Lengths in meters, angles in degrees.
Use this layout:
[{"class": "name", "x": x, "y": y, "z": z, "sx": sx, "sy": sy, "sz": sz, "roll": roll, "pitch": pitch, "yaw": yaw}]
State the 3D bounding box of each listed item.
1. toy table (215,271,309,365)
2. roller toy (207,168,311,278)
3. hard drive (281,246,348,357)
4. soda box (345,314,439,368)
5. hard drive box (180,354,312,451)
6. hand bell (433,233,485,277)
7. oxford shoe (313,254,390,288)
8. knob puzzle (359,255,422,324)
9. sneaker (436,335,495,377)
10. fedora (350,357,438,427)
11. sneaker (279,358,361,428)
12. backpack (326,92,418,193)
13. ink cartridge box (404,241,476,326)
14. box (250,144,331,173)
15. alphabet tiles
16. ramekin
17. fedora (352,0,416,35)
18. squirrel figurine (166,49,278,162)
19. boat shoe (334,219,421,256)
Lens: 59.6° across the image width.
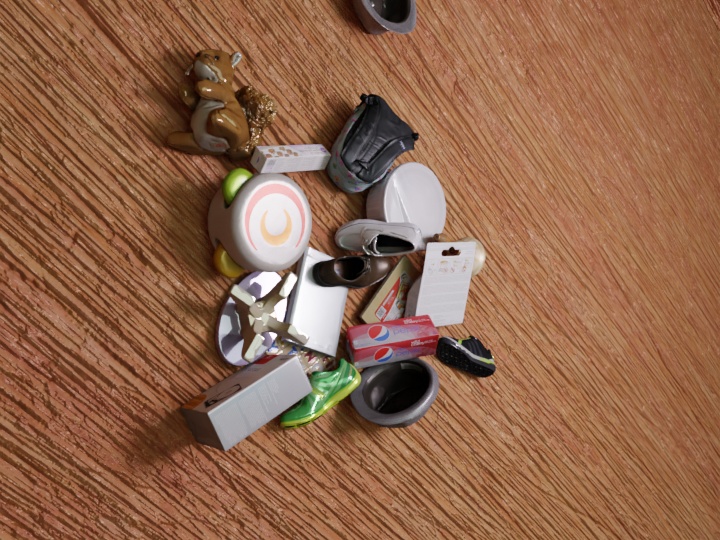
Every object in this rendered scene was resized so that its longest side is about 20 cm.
[{"class": "toy table", "x": -0.193, "y": 0.086, "z": 1.212, "sx": 0.181, "sy": 0.116, "sz": 0.205, "roll": 25, "pitch": 71, "yaw": -28}, {"class": "roller toy", "x": -0.197, "y": -0.090, "z": 1.221, "sx": 0.179, "sy": 0.138, "sz": 0.206, "roll": -5, "pitch": 97, "yaw": -40}, {"class": "hard drive", "x": -0.090, "y": 0.067, "z": 1.340, "sx": 0.130, "sy": 0.026, "sz": 0.205, "roll": 23, "pitch": 69, "yaw": -34}, {"class": "soda box", "x": 0.069, "y": 0.154, "z": 1.376, "sx": 0.195, "sy": 0.071, "sz": 0.065, "roll": -9, "pitch": 130, "yaw": -15}, {"class": "hard drive box", "x": -0.212, "y": 0.239, "z": 1.167, "sx": 0.198, "sy": 0.154, "sz": 0.078, "roll": -30, "pitch": 100, "yaw": -34}, {"class": "hand bell", "x": 0.217, "y": -0.052, "z": 1.483, "sx": 0.199, "sy": 0.102, "sz": 0.107, "roll": 23, "pitch": 70, "yaw": -59}, {"class": "oxford shoe", "x": 0.000, "y": 0.000, "z": 1.354, "sx": 0.197, "sy": 0.083, "sz": 0.075, "roll": -10, "pitch": 86, "yaw": -41}, {"class": "knob puzzle", "x": 0.100, "y": 0.094, "z": 1.475, "sx": 0.215, "sy": 0.030, "sz": 0.226, "roll": -8, "pitch": 103, "yaw": -35}, {"class": "sneaker", "x": 0.261, "y": 0.200, "z": 1.573, "sx": 0.198, "sy": 0.071, "sz": 0.084, "roll": 32, "pitch": 44, "yaw": -30}, {"class": "fedora", "x": 0.081, "y": 0.281, "z": 1.383, "sx": 0.197, "sy": 0.177, "sz": 0.092, "roll": -29, "pitch": 131, "yaw": -17}, {"class": "sneaker", "x": -0.091, "y": 0.257, "z": 1.307, "sx": 0.198, "sy": 0.074, "sz": 0.084, "roll": -33, "pitch": 80, "yaw": -25}, {"class": "backpack", "x": 0.016, "y": -0.267, "z": 1.398, "sx": 0.166, "sy": 0.126, "sz": 0.202, "roll": 37, "pitch": 65, "yaw": -9}, {"class": "ink cartridge box", "x": 0.184, "y": 0.029, "z": 1.462, "sx": 0.159, "sy": 0.050, "sz": 0.206, "roll": -3, "pitch": 106, "yaw": -35}, {"class": "box", "x": -0.141, "y": -0.231, "z": 1.297, "sx": 0.039, "sy": 0.042, "sz": 0.198, "roll": 47, "pitch": 35, "yaw": 20}, {"class": "alphabet tiles", "x": -0.130, "y": 0.139, "z": 1.325, "sx": 0.166, "sy": 0.007, "sz": 0.203, "roll": -36, "pitch": 105, "yaw": -33}, {"class": "ramekin", "x": 0.099, "y": -0.142, "z": 1.454, "sx": 0.199, "sy": 0.093, "sz": 0.209, "roll": 2, "pitch": 87, "yaw": -40}, {"class": "fedora", "x": 0.043, "y": -0.631, "z": 1.476, "sx": 0.174, "sy": 0.090, "sz": 0.206, "roll": -8, "pitch": 84, "yaw": -37}, {"class": "squirrel figurine", "x": -0.261, "y": -0.324, "z": 1.224, "sx": 0.198, "sy": 0.139, "sz": 0.192, "roll": 16, "pitch": 65, "yaw": -47}, {"class": "boat shoe", "x": 0.032, "y": -0.066, "z": 1.349, "sx": 0.066, "sy": 0.195, "sz": 0.075, "roll": -64, "pitch": 144, "yaw": -54}]
